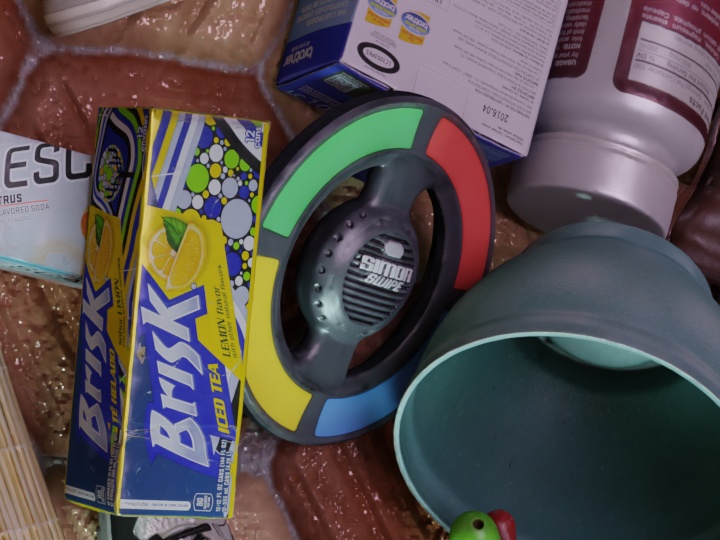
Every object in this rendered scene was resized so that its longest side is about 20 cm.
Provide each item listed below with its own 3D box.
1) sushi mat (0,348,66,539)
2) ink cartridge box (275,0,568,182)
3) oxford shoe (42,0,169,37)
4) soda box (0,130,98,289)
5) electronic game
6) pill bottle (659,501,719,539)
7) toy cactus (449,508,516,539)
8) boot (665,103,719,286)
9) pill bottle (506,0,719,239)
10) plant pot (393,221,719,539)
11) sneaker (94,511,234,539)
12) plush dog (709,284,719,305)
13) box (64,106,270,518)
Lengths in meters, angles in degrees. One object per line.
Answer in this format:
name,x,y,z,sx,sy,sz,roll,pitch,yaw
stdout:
sushi mat,-0.193,0.133,1.388,0.095,0.012,0.201,-15,75,-26
ink cartridge box,0.039,-0.144,1.577,0.136,0.076,0.201,25,69,-27
oxford shoe,-0.087,-0.182,1.502,0.199,0.075,0.058,-24,98,-28
soda box,-0.176,-0.033,1.423,0.199,0.068,0.064,14,83,-32
electronic game,0.000,0.000,1.510,0.199,0.042,0.201,-22,124,-37
pill bottle,0.225,0.173,1.582,0.111,0.200,0.112,5,81,-32
toy cactus,0.091,0.217,1.542,0.164,0.102,0.201,-10,103,-16
boot,0.289,-0.031,1.654,0.187,0.199,0.064,-53,150,-26
pill bottle,0.155,-0.122,1.627,0.114,0.114,0.201,25,71,-28
plant pot,0.128,0.059,1.542,0.200,0.200,0.135,40,41,-22
sneaker,-0.074,0.181,1.454,0.075,0.088,0.201,-21,94,-31
plush dog,0.259,0.076,1.673,0.171,0.161,0.201,27,36,-13
box,-0.098,0.021,1.396,0.070,0.064,0.202,5,90,-31
